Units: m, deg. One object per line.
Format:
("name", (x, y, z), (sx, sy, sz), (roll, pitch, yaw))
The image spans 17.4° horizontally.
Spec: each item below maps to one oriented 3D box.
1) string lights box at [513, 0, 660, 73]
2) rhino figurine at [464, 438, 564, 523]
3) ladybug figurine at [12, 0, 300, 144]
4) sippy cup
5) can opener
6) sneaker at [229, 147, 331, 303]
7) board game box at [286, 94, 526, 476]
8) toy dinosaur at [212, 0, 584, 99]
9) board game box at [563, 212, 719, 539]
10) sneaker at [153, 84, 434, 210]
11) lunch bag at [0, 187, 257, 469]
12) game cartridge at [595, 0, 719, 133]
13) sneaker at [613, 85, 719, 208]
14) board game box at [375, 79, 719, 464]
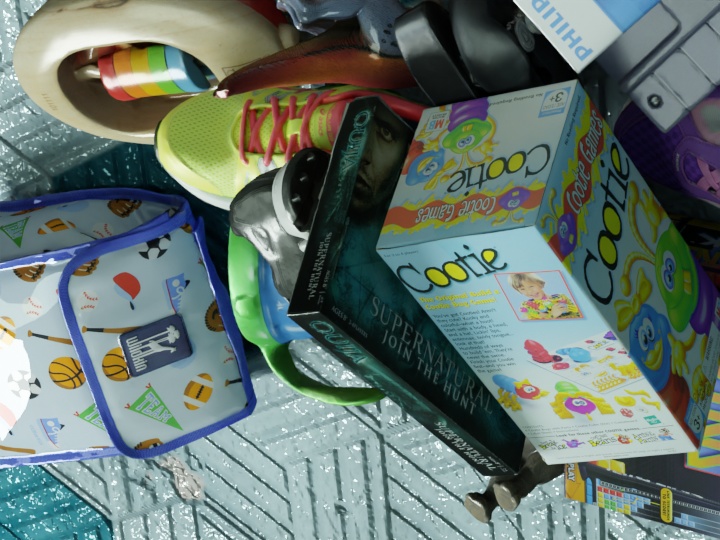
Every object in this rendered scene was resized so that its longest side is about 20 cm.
("string lights box", (0.172, -0.198, 1.201), (0.059, 0.103, 0.200), (46, 115, -5))
("rhino figurine", (0.092, 0.063, 1.481), (0.060, 0.087, 0.201), (20, 136, 40))
("ladybug figurine", (-0.123, -0.141, 1.478), (0.198, 0.072, 0.136), (-2, 142, 25))
("sippy cup", (0.000, -0.016, 1.470), (0.129, 0.140, 0.179), (5, 136, 16))
("can opener", (0.103, -0.093, 1.323), (0.078, 0.064, 0.200), (-12, 135, 41))
("sneaker", (0.000, 0.000, 1.378), (0.090, 0.067, 0.200), (-10, 140, 45))
("board game box", (0.041, 0.012, 1.323), (0.028, 0.136, 0.200), (-6, 148, 37))
("toy dinosaur", (0.035, -0.119, 1.358), (0.181, 0.201, 0.105), (31, 161, -1))
("board game box", (0.206, 0.068, 1.439), (0.164, 0.057, 0.201), (13, 127, 26))
("sneaker", (-0.026, -0.080, 1.382), (0.198, 0.079, 0.090), (2, 166, 6))
("lunch bag", (-0.183, 0.038, 1.628), (0.198, 0.124, 0.171), (-6, 119, 20))
("game cartridge", (0.145, -0.189, 1.286), (0.200, 0.038, 0.130), (46, 118, -3))
("sneaker", (0.227, -0.052, 1.318), (0.199, 0.089, 0.081), (18, 132, 25))
("board game box", (0.111, 0.005, 1.305), (0.104, 0.104, 0.200), (-8, 137, 34))
